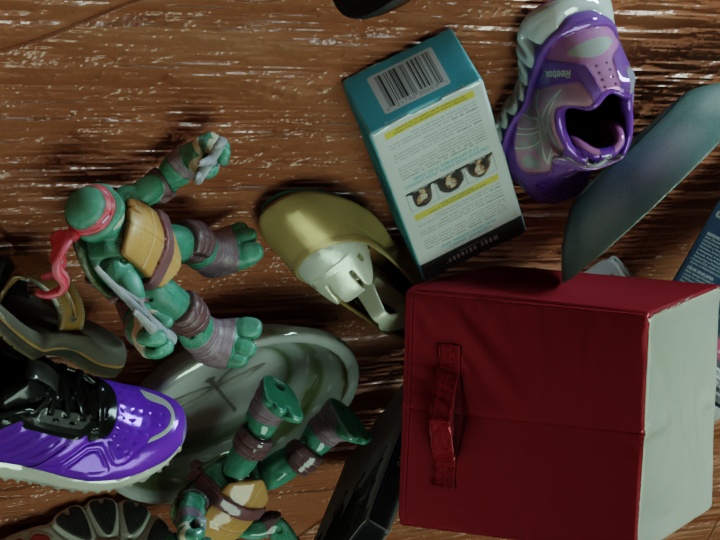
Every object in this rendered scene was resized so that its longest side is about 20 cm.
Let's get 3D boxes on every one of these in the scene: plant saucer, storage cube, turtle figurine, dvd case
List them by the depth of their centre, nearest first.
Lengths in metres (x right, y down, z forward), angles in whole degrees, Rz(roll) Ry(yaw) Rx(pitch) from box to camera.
[{"bbox_3d":[-0.125,-0.015,1.486,0.100,0.151,0.200,10,165,26],"label":"turtle figurine"},{"bbox_3d":[0.201,-0.073,1.674,0.201,0.039,0.201,-45,179,-1],"label":"plant saucer"},{"bbox_3d":[0.143,0.095,1.693,0.179,0.172,0.200,5,-172,24],"label":"storage cube"},{"bbox_3d":[-0.087,0.172,1.710,0.149,0.101,0.200,9,121,-54],"label":"turtle figurine"},{"bbox_3d":[-0.099,0.092,1.726,0.199,0.050,0.201,-20,149,-13],"label":"plant saucer"},{"bbox_3d":[0.004,0.171,1.822,0.025,0.200,0.151,31,129,-5],"label":"dvd case"}]

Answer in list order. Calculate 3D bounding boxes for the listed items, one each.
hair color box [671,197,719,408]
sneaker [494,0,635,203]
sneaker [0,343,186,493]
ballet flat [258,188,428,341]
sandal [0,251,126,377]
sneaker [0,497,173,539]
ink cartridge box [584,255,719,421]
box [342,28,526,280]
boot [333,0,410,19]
[{"bbox_3d":[0.296,0.000,1.816,0.201,0.060,0.100,-60,147,-2],"label":"hair color box"},{"bbox_3d":[0.143,-0.096,1.601,0.080,0.089,0.201,-22,152,-15],"label":"sneaker"},{"bbox_3d":[-0.207,0.091,1.567,0.199,0.070,0.100,2,145,-16],"label":"sneaker"},{"bbox_3d":[0.000,0.000,1.652,0.068,0.063,0.200,-32,150,19],"label":"ballet flat"},{"bbox_3d":[-0.201,0.022,1.516,0.055,0.082,0.200,-57,150,3],"label":"sandal"},{"bbox_3d":[-0.237,0.228,1.819,0.199,0.081,0.083,-8,162,-18],"label":"sneaker"},{"bbox_3d":[0.193,0.091,1.927,0.144,0.084,0.200,-33,148,9],"label":"ink cartridge box"},{"bbox_3d":[0.052,-0.074,1.598,0.082,0.049,0.200,-26,150,-2],"label":"box"},{"bbox_3d":[0.094,-0.210,1.439,0.189,0.069,0.200,-51,151,21],"label":"boot"}]
